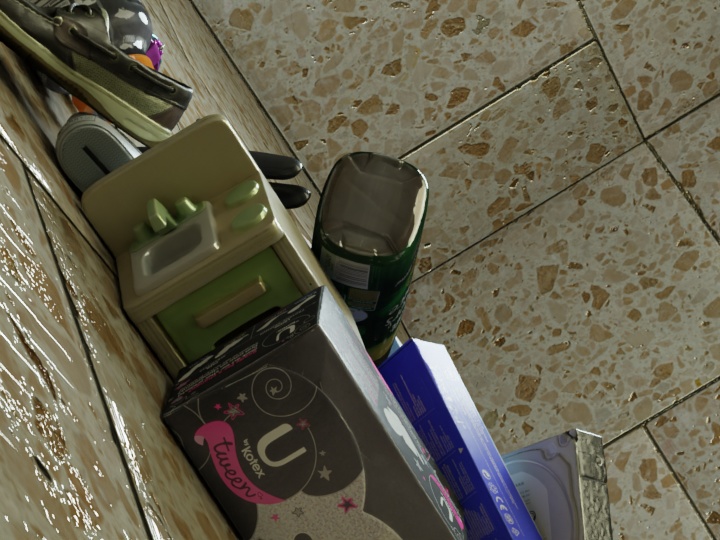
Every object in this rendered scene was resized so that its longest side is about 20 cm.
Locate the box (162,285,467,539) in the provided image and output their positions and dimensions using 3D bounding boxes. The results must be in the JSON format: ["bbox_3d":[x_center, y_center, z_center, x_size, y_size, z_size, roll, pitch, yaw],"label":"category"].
[{"bbox_3d":[-0.030,0.136,1.384,0.201,0.132,0.115,58,7,-10],"label":"box"}]

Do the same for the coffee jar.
[{"bbox_3d":[0.000,0.000,1.613,0.200,0.085,0.105,102,4,-58],"label":"coffee jar"}]

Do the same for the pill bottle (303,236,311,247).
[{"bbox_3d":[-0.100,0.001,1.686,0.113,0.112,0.200,60,4,9],"label":"pill bottle"}]

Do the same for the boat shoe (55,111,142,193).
[{"bbox_3d":[-0.159,-0.045,1.534,0.201,0.073,0.067,57,7,-21],"label":"boat shoe"}]

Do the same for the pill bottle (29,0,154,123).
[{"bbox_3d":[-0.238,-0.218,1.625,0.201,0.106,0.106,61,4,15],"label":"pill bottle"}]

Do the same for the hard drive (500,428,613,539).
[{"bbox_3d":[0.128,0.232,1.477,0.038,0.139,0.201,17,60,-39],"label":"hard drive"}]

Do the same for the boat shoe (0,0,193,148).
[{"bbox_3d":[-0.213,-0.171,1.502,0.201,0.066,0.072,38,-4,-23],"label":"boat shoe"}]

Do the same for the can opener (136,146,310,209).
[{"bbox_3d":[-0.127,-0.077,1.575,0.199,0.079,0.064,3,-42,37],"label":"can opener"}]

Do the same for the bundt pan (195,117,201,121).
[{"bbox_3d":[-0.130,-0.041,1.890,0.203,0.076,0.202,60,3,-5],"label":"bundt pan"}]

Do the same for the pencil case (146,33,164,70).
[{"bbox_3d":[-0.239,-0.229,1.767,0.085,0.092,0.200,88,-20,-44],"label":"pencil case"}]

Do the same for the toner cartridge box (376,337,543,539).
[{"bbox_3d":[0.060,0.159,1.492,0.043,0.095,0.201,12,44,-48],"label":"toner cartridge box"}]

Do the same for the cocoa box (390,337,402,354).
[{"bbox_3d":[0.032,0.183,1.834,0.200,0.133,0.131,61,4,36],"label":"cocoa box"}]

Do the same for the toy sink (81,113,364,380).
[{"bbox_3d":[-0.101,0.009,1.464,0.201,0.130,0.112,59,4,-25],"label":"toy sink"}]
